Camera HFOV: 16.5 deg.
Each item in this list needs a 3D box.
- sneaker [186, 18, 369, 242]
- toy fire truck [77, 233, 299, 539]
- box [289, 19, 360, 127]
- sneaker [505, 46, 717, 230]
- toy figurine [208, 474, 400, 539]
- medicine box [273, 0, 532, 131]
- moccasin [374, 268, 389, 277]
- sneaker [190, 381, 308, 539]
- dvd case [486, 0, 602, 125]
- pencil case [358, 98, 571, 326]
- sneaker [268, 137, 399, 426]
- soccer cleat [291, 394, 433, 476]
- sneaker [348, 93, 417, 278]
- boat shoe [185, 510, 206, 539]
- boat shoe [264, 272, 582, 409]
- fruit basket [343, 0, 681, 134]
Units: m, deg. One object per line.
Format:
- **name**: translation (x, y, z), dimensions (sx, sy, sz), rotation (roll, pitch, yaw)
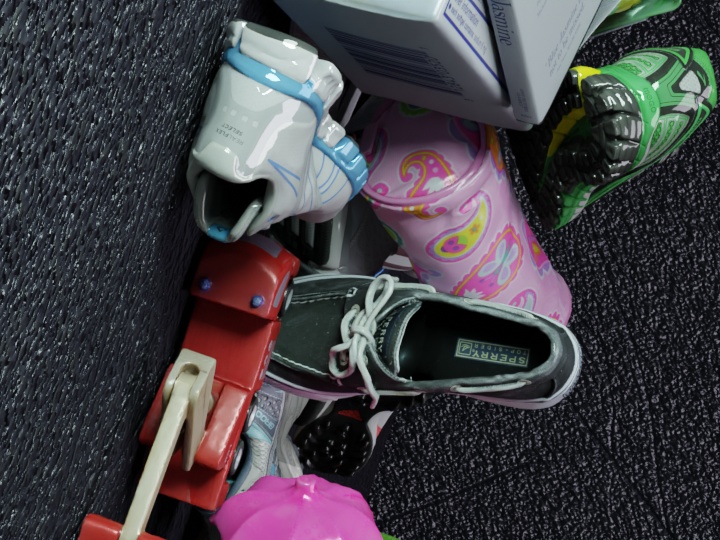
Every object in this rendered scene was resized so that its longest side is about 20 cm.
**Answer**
- **sneaker**: translation (-0.050, -0.049, 1.200), dimensions (0.087, 0.075, 0.200), rotation (-62, 166, -11)
- **toy fire truck**: translation (-0.088, 0.075, 1.276), dimensions (0.141, 0.049, 0.201), rotation (13, 95, -84)
- **box**: translation (-0.004, -0.165, 1.403), dimensions (0.200, 0.036, 0.145), rotation (102, 8, -57)
- **sneaker**: translation (0.136, -0.073, 1.354), dimensions (0.200, 0.085, 0.078), rotation (162, -90, -74)
- **toy figurine**: translation (-0.035, 0.197, 1.374), dimensions (0.184, 0.150, 0.200), rotation (71, 31, -58)
- **medicine box**: translation (0.050, -0.196, 1.241), dimensions (0.201, 0.103, 0.182), rotation (-71, 159, -8)
- **moccasin**: translation (-0.034, 0.013, 1.573), dimensions (0.200, 0.080, 0.068), rotation (-55, 175, -18)
- **sneaker**: translation (-0.082, 0.116, 1.459), dimensions (0.086, 0.077, 0.200), rotation (-50, 155, -40)
- **dvd case**: translation (0.095, -0.182, 1.196), dimensions (0.143, 0.018, 0.200), rotation (-63, 156, -24)
- **pencil case**: translation (0.058, -0.017, 1.398), dimensions (0.200, 0.087, 0.088), rotation (61, 44, -54)
- **sneaker**: translation (0.000, 0.000, 1.461), dimensions (0.115, 0.075, 0.200), rotation (-29, 146, -34)
- **soccer cleat**: translation (0.008, 0.062, 1.616), dimensions (0.200, 0.068, 0.073), rotation (125, -20, -53)
- **sneaker**: translation (0.006, -0.096, 1.516), dimensions (0.076, 0.115, 0.201), rotation (-17, -106, 55)
- **boat shoe**: translation (-0.065, 0.151, 1.632), dimensions (0.075, 0.075, 0.203), rotation (-50, 158, -76)
- **boat shoe**: translation (0.017, 0.039, 1.337), dimensions (0.068, 0.199, 0.074), rotation (33, 69, -70)
- **fruit basket**: translation (0.102, -0.146, 1.423), dimensions (0.185, 0.094, 0.200), rotation (-16, -149, 44)
